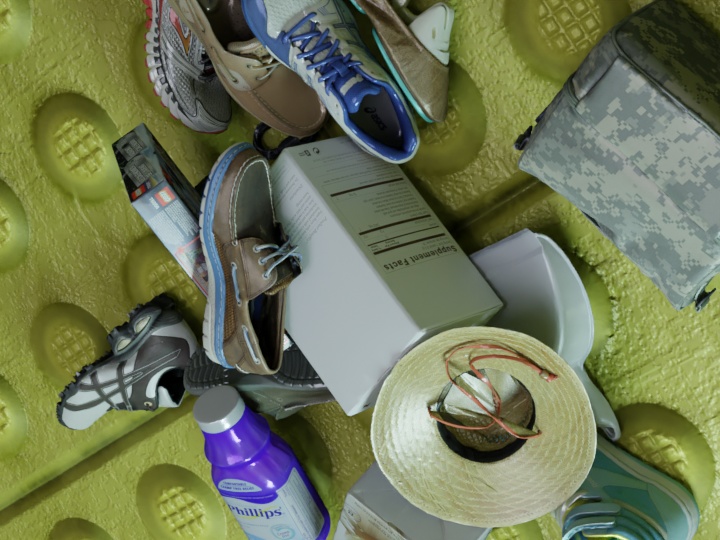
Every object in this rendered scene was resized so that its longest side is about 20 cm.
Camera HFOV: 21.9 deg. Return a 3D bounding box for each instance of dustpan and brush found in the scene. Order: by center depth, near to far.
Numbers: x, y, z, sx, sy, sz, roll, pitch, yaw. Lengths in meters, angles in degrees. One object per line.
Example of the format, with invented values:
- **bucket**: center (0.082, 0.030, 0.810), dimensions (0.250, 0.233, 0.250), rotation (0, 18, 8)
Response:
- **dustpan and brush**: center (0.162, 0.064, 1.592), dimensions (0.139, 0.057, 0.201), rotation (-26, 90, 48)

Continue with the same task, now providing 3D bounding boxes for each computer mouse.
- **computer mouse**: center (-0.109, -0.080, 1.695), dimensions (0.059, 0.034, 0.200), rotation (50, 127, 3)

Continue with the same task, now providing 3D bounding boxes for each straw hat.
- **straw hat**: center (0.106, 0.109, 1.555), dimensions (0.199, 0.085, 0.202), rotation (3, 122, 5)

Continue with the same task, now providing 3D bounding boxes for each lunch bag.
- **lunch bag**: center (0.230, -0.084, 1.422), dimensions (0.200, 0.139, 0.168), rotation (43, 126, 8)

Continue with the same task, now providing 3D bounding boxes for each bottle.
- **bottle**: center (-0.097, 0.191, 1.749), dimensions (0.083, 0.065, 0.201), rotation (0, 135, 28)

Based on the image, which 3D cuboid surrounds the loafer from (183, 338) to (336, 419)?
- **loafer**: center (-0.067, 0.096, 1.737), dimensions (0.199, 0.076, 0.070), rotation (-4, 147, 29)

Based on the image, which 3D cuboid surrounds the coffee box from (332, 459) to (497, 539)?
- **coffee box**: center (0.043, 0.241, 1.668), dimensions (0.114, 0.080, 0.200), rotation (38, 155, 13)

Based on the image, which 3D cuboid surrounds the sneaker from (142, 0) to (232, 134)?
- **sneaker**: center (-0.144, -0.216, 1.627), dimensions (0.082, 0.078, 0.201), rotation (-1, 111, 30)

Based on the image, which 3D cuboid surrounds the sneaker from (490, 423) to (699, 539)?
- **sneaker**: center (0.180, 0.198, 1.586), dimensions (0.199, 0.130, 0.080), rotation (24, 124, 20)

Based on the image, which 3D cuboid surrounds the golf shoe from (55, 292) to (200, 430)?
- **golf shoe**: center (-0.226, 0.114, 1.828), dimensions (0.095, 0.078, 0.200), rotation (47, 128, 4)

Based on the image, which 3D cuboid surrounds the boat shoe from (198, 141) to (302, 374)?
- **boat shoe**: center (-0.084, -0.007, 1.536), dimensions (0.072, 0.072, 0.201), rotation (20, 123, 32)

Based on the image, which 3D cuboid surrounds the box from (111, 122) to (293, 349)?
- **box**: center (-0.140, -0.023, 1.639), dimensions (0.040, 0.137, 0.200), rotation (-35, 118, 2)

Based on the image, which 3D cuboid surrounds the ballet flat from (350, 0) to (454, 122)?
- **ballet flat**: center (0.031, -0.220, 1.537), dimensions (0.072, 0.068, 0.201), rotation (-34, 88, 18)

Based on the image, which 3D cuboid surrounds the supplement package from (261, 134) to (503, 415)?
- **supplement package**: center (0.000, 0.000, 1.585), dimensions (0.200, 0.119, 0.121), rotation (54, 129, 17)

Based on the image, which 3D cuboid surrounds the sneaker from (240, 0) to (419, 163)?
- **sneaker**: center (-0.016, -0.170, 1.527), dimensions (0.075, 0.088, 0.200), rotation (-44, 111, 2)

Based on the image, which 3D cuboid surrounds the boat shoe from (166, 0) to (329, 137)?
- **boat shoe**: center (-0.094, -0.188, 1.579), dimensions (0.200, 0.071, 0.064), rotation (46, 173, -22)
